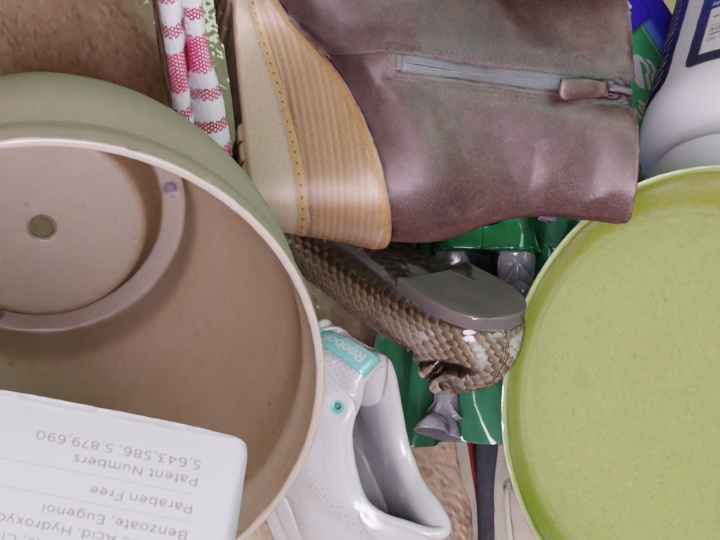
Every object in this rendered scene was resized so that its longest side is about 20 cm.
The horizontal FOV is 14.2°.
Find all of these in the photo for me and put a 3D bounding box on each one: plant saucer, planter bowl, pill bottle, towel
[{"bbox_3d":[0.145,0.056,1.225,0.199,0.031,0.201,-1,92,-22],"label":"plant saucer"},{"bbox_3d":[-0.119,0.007,1.071,0.200,0.200,0.135,34,21,-25],"label":"planter bowl"},{"bbox_3d":[0.191,-0.077,1.332,0.116,0.116,0.200,41,44,-19],"label":"pill bottle"},{"bbox_3d":[-0.073,-0.135,1.166,0.030,0.201,0.147,-8,33,-4],"label":"towel"}]

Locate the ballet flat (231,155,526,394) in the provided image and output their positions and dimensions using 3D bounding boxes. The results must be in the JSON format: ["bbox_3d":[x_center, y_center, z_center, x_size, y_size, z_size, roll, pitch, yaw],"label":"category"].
[{"bbox_3d":[0.000,0.000,1.206,0.067,0.200,0.047,-10,119,-35],"label":"ballet flat"}]

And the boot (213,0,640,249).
[{"bbox_3d":[0.026,-0.108,1.183,0.166,0.072,0.201,-4,79,-9],"label":"boot"}]

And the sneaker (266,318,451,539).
[{"bbox_3d":[-0.028,0.038,1.191,0.075,0.088,0.200,-37,94,-38],"label":"sneaker"}]

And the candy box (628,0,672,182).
[{"bbox_3d":[0.102,-0.062,1.379,0.200,0.077,0.169,56,42,-2],"label":"candy box"}]

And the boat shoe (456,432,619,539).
[{"bbox_3d":[0.088,0.116,1.258,0.071,0.063,0.201,13,51,-31],"label":"boat shoe"}]

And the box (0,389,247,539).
[{"bbox_3d":[-0.148,0.137,0.897,0.199,0.199,0.131,11,55,-2],"label":"box"}]

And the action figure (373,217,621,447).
[{"bbox_3d":[0.055,-0.026,1.257,0.055,0.118,0.201,66,24,-75],"label":"action figure"}]
